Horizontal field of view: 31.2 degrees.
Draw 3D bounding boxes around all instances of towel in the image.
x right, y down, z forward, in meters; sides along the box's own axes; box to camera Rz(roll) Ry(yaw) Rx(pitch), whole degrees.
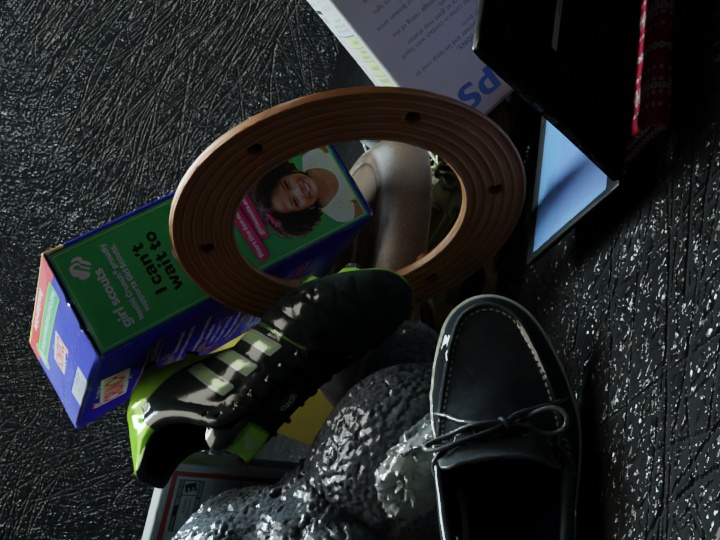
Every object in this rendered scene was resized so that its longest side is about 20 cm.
[{"bbox_3d":[0.140,-0.136,0.705,0.145,0.022,0.203,125,156,-65],"label":"towel"}]

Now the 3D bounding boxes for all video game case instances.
[{"bbox_3d":[-0.049,0.192,0.846,0.017,0.197,0.145,-130,53,-60],"label":"video game case"}]

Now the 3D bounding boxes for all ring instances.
[{"bbox_3d":[-0.007,-0.034,0.713,0.201,0.197,0.019,113,152,-49],"label":"ring"}]

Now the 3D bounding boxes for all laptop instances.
[{"bbox_3d":[0.085,-0.127,0.648,0.102,0.199,0.180,-9,63,38],"label":"laptop"}]

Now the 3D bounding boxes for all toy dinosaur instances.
[{"bbox_3d":[0.071,0.037,0.853,0.200,0.057,0.103,117,150,-73],"label":"toy dinosaur"}]

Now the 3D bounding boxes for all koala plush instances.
[{"bbox_3d":[0.004,0.136,0.737,0.202,0.182,0.178,-60,13,16],"label":"koala plush"}]

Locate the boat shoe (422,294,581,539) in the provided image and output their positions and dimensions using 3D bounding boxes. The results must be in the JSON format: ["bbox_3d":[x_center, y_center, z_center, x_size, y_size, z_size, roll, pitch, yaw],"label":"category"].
[{"bbox_3d":[0.067,0.091,0.600,0.063,0.073,0.202,75,-167,-53],"label":"boat shoe"}]

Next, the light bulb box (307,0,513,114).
[{"bbox_3d":[0.029,-0.206,0.883,0.124,0.200,0.198,-40,12,3],"label":"light bulb box"}]

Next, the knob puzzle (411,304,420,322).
[{"bbox_3d":[0.004,0.083,0.962,0.219,0.030,0.223,174,90,-76],"label":"knob puzzle"}]

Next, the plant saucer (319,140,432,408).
[{"bbox_3d":[0.000,0.000,0.883,0.200,0.032,0.203,-166,90,-75],"label":"plant saucer"}]

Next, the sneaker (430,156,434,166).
[{"bbox_3d":[0.051,-0.062,1.047,0.202,0.075,0.091,-62,-16,14],"label":"sneaker"}]

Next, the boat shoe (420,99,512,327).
[{"bbox_3d":[0.061,-0.035,0.952,0.074,0.062,0.202,-90,16,-62],"label":"boat shoe"}]

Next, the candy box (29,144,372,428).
[{"bbox_3d":[-0.110,0.006,0.838,0.199,0.078,0.169,-30,-9,-26],"label":"candy box"}]

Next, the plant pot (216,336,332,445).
[{"bbox_3d":[-0.056,0.039,1.170,0.196,0.197,0.197,123,160,-65],"label":"plant pot"}]

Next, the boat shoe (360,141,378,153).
[{"bbox_3d":[0.038,-0.114,1.106,0.200,0.069,0.073,-20,-64,-67],"label":"boat shoe"}]

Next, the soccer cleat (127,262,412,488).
[{"bbox_3d":[-0.052,0.065,0.747,0.198,0.067,0.082,-28,45,22],"label":"soccer cleat"}]
